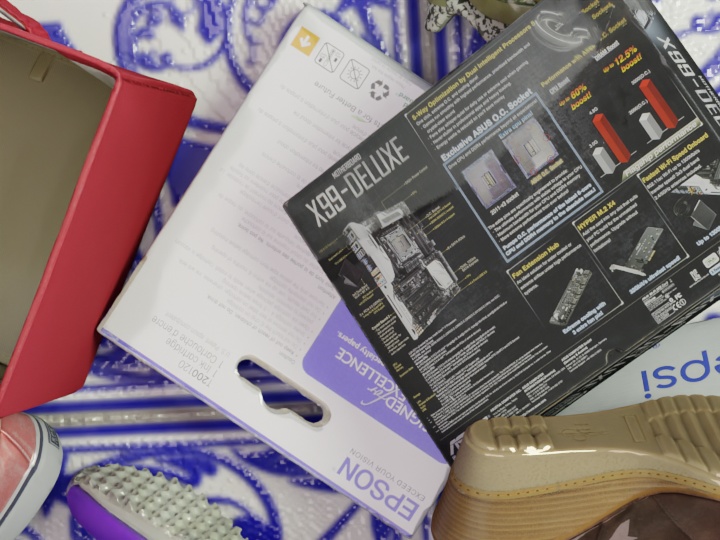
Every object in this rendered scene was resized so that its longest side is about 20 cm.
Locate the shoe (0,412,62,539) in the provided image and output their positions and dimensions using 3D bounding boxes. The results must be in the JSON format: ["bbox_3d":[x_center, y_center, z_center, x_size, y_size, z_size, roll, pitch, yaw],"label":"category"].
[{"bbox_3d":[-0.243,0.147,1.156,0.091,0.071,0.200,31,93,-38],"label":"shoe"}]

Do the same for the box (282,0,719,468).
[{"bbox_3d":[0.084,-0.024,1.057,0.200,0.050,0.158,-38,78,21],"label":"box"}]

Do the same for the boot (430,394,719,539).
[{"bbox_3d":[0.131,0.144,1.065,0.200,0.072,0.167,2,121,-1],"label":"boot"}]

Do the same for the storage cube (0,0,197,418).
[{"bbox_3d":[-0.203,-0.041,1.103,0.171,0.180,0.200,22,95,6],"label":"storage cube"}]

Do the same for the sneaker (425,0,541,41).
[{"bbox_3d":[0.056,-0.158,1.117,0.089,0.077,0.200,-36,85,20],"label":"sneaker"}]

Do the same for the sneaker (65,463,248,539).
[{"bbox_3d":[-0.082,0.185,1.156,0.200,0.070,0.100,35,103,7],"label":"sneaker"}]

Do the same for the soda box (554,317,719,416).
[{"bbox_3d":[0.193,0.065,1.102,0.200,0.068,0.063,-13,132,8],"label":"soda box"}]

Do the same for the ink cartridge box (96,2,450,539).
[{"bbox_3d":[0.000,0.000,1.147,0.198,0.043,0.200,34,95,5],"label":"ink cartridge box"}]
